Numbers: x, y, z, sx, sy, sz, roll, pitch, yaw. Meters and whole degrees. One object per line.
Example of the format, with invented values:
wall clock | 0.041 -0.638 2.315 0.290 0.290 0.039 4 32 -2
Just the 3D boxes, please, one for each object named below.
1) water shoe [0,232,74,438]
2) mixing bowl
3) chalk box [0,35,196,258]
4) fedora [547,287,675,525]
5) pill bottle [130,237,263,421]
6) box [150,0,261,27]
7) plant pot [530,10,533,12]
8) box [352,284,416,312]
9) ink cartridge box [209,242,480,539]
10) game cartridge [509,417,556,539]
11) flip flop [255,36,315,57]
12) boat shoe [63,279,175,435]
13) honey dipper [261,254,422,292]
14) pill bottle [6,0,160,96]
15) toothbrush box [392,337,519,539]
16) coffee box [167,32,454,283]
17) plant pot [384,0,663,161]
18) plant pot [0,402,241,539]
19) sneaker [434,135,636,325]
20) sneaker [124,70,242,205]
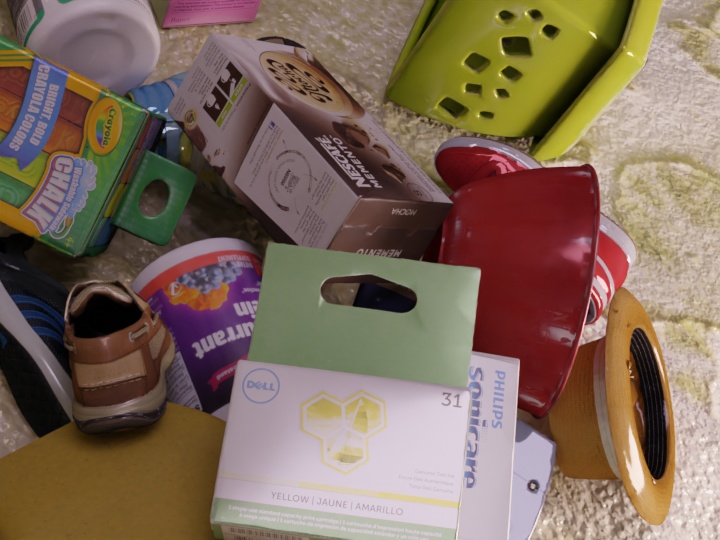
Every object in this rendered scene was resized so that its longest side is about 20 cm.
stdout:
water shoe | -0.228 0.048 1.191 0.079 0.072 0.200 -23 66 -35
mixing bowl | 0.104 0.007 1.241 0.108 0.201 0.201 10 52 -5
chalk box | -0.226 -0.088 1.229 0.199 0.124 0.125 25 92 -1
fedora | 0.193 0.110 1.279 0.081 0.201 0.201 -9 49 20
pill bottle | -0.090 0.086 1.191 0.111 0.112 0.201 -11 60 -28
box | -0.139 -0.350 1.437 0.096 0.200 0.177 -9 58 -26
plant pot | 0.231 -0.382 1.612 0.199 0.190 0.201 10 51 -13
box | 0.043 0.068 1.309 0.121 0.032 0.201 23 49 -4
ink cartridge box | -0.004 0.072 0.980 0.145 0.048 0.201 7 66 2
game cartridge | 0.057 0.184 1.201 0.133 0.041 0.200 32 64 8
flip flop | -0.049 -0.110 1.394 0.081 0.058 0.201 -21 80 -37
boat shoe | -0.164 0.041 1.088 0.075 0.074 0.200 -13 18 -8
honey dipper | 0.000 0.000 1.262 0.200 0.038 0.038 1 50 -53
pill bottle | -0.245 -0.244 1.367 0.112 0.113 0.201 -4 50 -24
toothbrush box | 0.040 0.154 1.081 0.085 0.200 0.147 10 65 -7
coffee box | -0.039 -0.084 1.217 0.113 0.080 0.200 2 39 -49
plant pot | 0.162 -0.232 1.476 0.181 0.199 0.201 29 49 -8
plant pot | -0.143 0.198 1.044 0.195 0.195 0.200 -26 54 -34
sneaker | 0.138 -0.030 1.392 0.199 0.071 0.113 32 47 1
sneaker | -0.127 -0.083 1.325 0.130 0.080 0.200 -18 54 -33
